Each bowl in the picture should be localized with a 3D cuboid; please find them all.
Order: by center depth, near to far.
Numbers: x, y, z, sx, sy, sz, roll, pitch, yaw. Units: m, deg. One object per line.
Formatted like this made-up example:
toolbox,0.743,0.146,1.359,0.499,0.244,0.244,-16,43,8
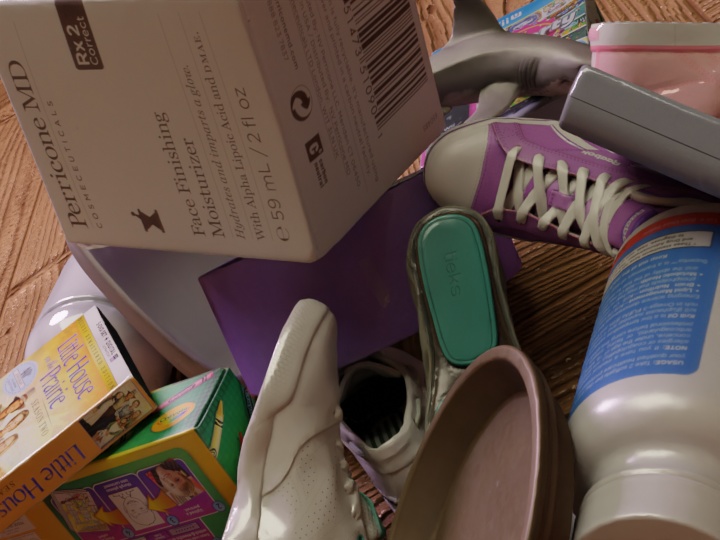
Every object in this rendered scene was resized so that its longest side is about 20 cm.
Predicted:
bowl,-0.106,-0.013,1.098,0.200,0.200,0.075,-40,-10,-35

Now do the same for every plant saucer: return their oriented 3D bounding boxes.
plant saucer,0.050,0.135,0.686,0.200,0.029,0.203,-162,90,-79

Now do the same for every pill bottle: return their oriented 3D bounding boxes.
pill bottle,0.153,0.069,0.685,0.111,0.113,0.201,-18,29,33

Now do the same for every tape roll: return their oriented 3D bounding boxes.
tape roll,0.000,0.000,0.961,0.198,0.086,0.200,-25,4,2

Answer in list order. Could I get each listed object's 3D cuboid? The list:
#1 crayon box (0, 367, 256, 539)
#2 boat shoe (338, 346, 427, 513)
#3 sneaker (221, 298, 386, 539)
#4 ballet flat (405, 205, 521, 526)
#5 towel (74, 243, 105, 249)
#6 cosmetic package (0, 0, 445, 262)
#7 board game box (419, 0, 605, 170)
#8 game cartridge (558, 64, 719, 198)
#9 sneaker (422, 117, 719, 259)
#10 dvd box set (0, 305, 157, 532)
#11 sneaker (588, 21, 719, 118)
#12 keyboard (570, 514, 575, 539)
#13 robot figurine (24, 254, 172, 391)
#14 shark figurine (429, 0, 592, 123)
crayon box,-0.133,0.145,0.912,0.198,0.119,0.059,-20,28,30
boat shoe,0.015,0.079,0.903,0.073,0.067,0.200,-36,24,-4
sneaker,-0.025,0.119,0.808,0.075,0.087,0.203,101,-179,-76
ballet flat,0.066,0.064,0.822,0.066,0.064,0.203,-10,71,9
towel,-0.093,-0.076,1.007,0.144,0.030,0.201,-2,32,23
cosmetic package,-0.084,-0.121,0.877,0.198,0.167,0.165,4,34,34
board game box,0.125,-0.134,1.153,0.146,0.065,0.201,-25,26,20
game cartridge,0.178,-0.063,0.761,0.132,0.042,0.199,22,10,24
sneaker,0.126,-0.040,0.818,0.198,0.074,0.114,13,9,9
dvd box set,-0.222,0.112,0.904,0.199,0.030,0.146,-38,24,-5
sneaker,0.245,-0.108,0.951,0.197,0.106,0.075,1,5,9
keyboard,0.116,0.141,0.727,0.056,0.011,0.201,-26,26,21
robot figurine,-0.200,0.051,1.177,0.201,0.112,0.171,-80,9,-58
shark figurine,0.058,-0.146,1.028,0.212,0.091,0.128,-14,17,-7
